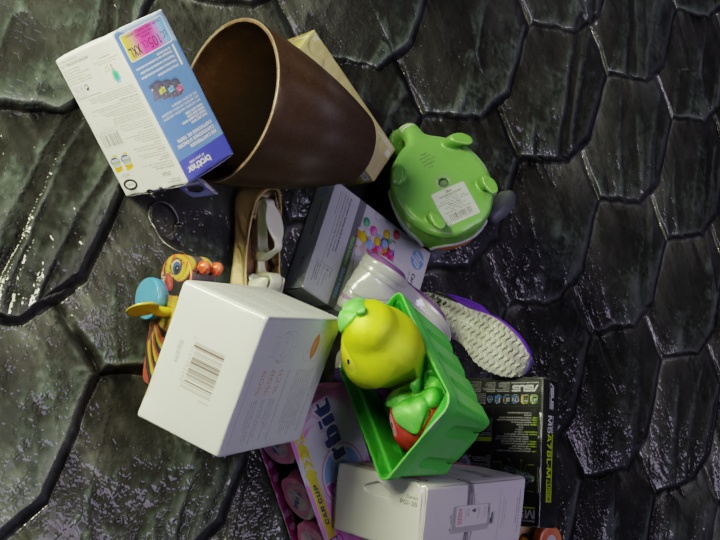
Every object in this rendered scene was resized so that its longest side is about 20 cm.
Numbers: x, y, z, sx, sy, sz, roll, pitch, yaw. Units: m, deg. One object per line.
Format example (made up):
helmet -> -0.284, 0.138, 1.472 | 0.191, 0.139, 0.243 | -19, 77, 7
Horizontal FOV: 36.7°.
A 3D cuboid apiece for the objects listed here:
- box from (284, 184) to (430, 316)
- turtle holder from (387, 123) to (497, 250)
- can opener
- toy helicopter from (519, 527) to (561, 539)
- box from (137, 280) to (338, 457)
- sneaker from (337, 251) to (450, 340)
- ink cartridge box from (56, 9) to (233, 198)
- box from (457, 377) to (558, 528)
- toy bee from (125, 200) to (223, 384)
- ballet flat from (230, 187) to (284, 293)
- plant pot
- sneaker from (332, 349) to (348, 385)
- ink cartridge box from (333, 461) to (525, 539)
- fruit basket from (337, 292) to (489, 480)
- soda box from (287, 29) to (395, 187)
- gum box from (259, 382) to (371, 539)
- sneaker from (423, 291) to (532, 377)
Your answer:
box -> 0.000, 0.000, 1.440 | 0.200, 0.041, 0.157 | 36, 61, -38
turtle holder -> 0.092, -0.108, 1.476 | 0.185, 0.132, 0.141 | 33, 70, 10
can opener -> 0.156, -0.075, 1.587 | 0.200, 0.066, 0.054 | -37, 110, -42
toy helicopter -> 0.193, 0.408, 1.576 | 0.199, 0.079, 0.133 | 30, 73, -27
box -> -0.124, 0.103, 1.173 | 0.200, 0.105, 0.154 | 10, 101, -69
sneaker -> 0.042, 0.058, 1.414 | 0.100, 0.075, 0.200 | -52, 129, -4
ink cartridge box -> -0.225, -0.160, 1.163 | 0.076, 0.136, 0.202 | -36, 110, -36
box -> 0.173, 0.244, 1.470 | 0.047, 0.199, 0.196 | 12, 76, -47
toy bee -> -0.199, 0.025, 1.187 | 0.130, 0.108, 0.202 | -22, 101, -44
ballet flat -> -0.121, -0.008, 1.302 | 0.068, 0.063, 0.203 | 1, 85, -45
plant pot -> -0.081, -0.172, 1.273 | 0.199, 0.186, 0.189 | 13, 76, -43
sneaker -> 0.025, 0.188, 1.408 | 0.200, 0.080, 0.084 | 49, 38, -21
ink cartridge box -> 0.084, 0.282, 1.320 | 0.199, 0.146, 0.084 | 7, 88, -46
fruit basket -> 0.032, 0.118, 1.241 | 0.214, 0.156, 0.216 | 32, 23, -15
soda box -> -0.042, -0.207, 1.407 | 0.201, 0.064, 0.068 | 54, 52, -27
gum box -> -0.047, 0.254, 1.341 | 0.113, 0.066, 0.202 | -29, 105, -44
sneaker -> 0.169, 0.080, 1.502 | 0.099, 0.199, 0.070 | 0, 115, -51
